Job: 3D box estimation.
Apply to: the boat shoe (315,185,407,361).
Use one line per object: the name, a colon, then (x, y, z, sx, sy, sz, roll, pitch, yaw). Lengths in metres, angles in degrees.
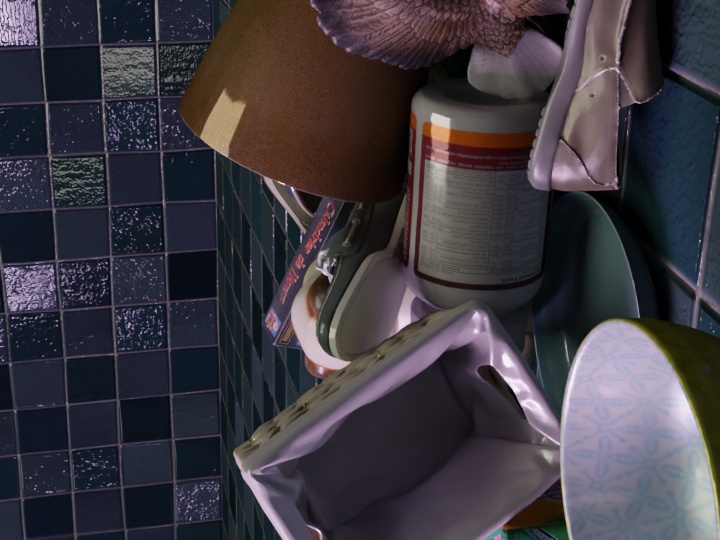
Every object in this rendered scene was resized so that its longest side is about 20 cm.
boat shoe: (0.000, 0.000, 1.046, 0.200, 0.062, 0.073, -60, -33, -47)

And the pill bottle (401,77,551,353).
pill bottle: (0.087, -0.036, 1.016, 0.110, 0.109, 0.201, -122, 32, -63)

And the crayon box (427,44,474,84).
crayon box: (0.044, -0.165, 1.142, 0.200, 0.052, 0.126, 37, 149, 18)

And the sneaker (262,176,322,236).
sneaker: (-0.013, -0.043, 1.295, 0.200, 0.067, 0.090, 48, 165, -11)

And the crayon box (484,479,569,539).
crayon box: (0.130, 0.188, 0.996, 0.200, 0.118, 0.059, -166, 72, -76)

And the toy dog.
toy dog: (0.039, 0.034, 1.158, 0.140, 0.199, 0.194, 104, 158, -54)

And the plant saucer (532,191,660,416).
plant saucer: (0.171, 0.042, 0.976, 0.200, 0.027, 0.201, 176, 90, -78)

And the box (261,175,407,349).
box: (0.010, -0.010, 1.261, 0.200, 0.136, 0.038, -63, 35, 22)

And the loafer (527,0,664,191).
loafer: (0.167, -0.140, 0.878, 0.075, 0.069, 0.201, -51, -22, -63)

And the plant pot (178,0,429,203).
plant pot: (-0.018, -0.183, 1.024, 0.201, 0.186, 0.186, -67, 23, 20)

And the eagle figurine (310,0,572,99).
eagle figurine: (0.068, -0.197, 0.884, 0.152, 0.151, 0.200, -67, -13, 17)

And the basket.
basket: (0.022, 0.126, 0.930, 0.136, 0.200, 0.123, 58, 166, -8)

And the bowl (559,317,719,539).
bowl: (0.193, 0.120, 0.728, 0.200, 0.107, 0.201, 175, 90, -76)
